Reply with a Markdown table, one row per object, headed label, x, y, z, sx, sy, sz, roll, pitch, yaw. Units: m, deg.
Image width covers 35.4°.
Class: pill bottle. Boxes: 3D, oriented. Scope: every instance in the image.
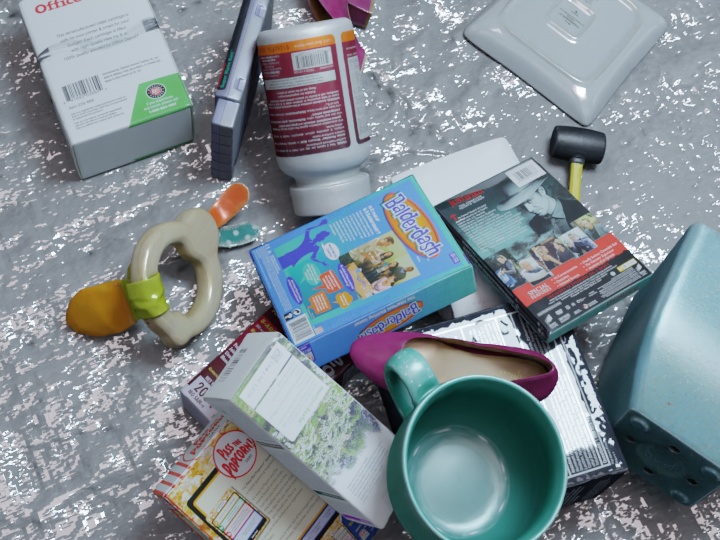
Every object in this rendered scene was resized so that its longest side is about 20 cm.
| label | x | y | z | sx | sy | sz | roll | pitch | yaw |
| --- | --- | --- | --- | --- | --- | --- | --- | --- | --- |
| pill bottle | -0.047 | -0.169 | 1.244 | 0.107 | 0.110 | 0.204 | -11 | 103 | -10 |

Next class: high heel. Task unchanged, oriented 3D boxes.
| label | x | y | z | sx | sy | sz | roll | pitch | yaw |
| --- | --- | --- | --- | --- | --- | --- | --- | --- | --- |
| high heel | -0.040 | -0.273 | 1.346 | 0.094 | 0.068 | 0.203 | 15 | 62 | -10 |
| high heel | 0.088 | 0.083 | 1.070 | 0.196 | 0.096 | 0.069 | 9 | 65 | -1 |

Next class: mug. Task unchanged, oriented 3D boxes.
| label | x | y | z | sx | sy | sz | roll | pitch | yaw |
| --- | --- | --- | --- | --- | --- | --- | --- | --- | --- |
| mug | 0.097 | 0.167 | 1.019 | 0.149 | 0.115 | 0.189 | -1 | 71 | -10 |

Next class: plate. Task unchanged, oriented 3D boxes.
| label | x | y | z | sx | sy | sz | roll | pitch | yaw |
| --- | --- | --- | --- | --- | --- | --- | --- | --- | --- |
| plate | 0.262 | -0.310 | 1.414 | 0.199 | 0.032 | 0.200 | 38 | 69 | 11 |

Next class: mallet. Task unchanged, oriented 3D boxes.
| label | x | y | z | sx | sy | sz | roll | pitch | yaw |
| --- | --- | --- | --- | --- | --- | --- | --- | --- | --- |
| mallet | 0.239 | -0.077 | 1.316 | 0.065 | 0.041 | 0.203 | 15 | 71 | 0 |

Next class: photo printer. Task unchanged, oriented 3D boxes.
| label | x | y | z | sx | sy | sz | roll | pitch | yaw |
| --- | --- | --- | --- | --- | --- | --- | --- | --- | --- |
| photo printer | 0.134 | -0.035 | 1.264 | 0.164 | 0.070 | 0.202 | -19 | 67 | -13 |

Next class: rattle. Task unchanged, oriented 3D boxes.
| label | x | y | z | sx | sy | sz | roll | pitch | yaw |
| --- | --- | --- | --- | --- | --- | --- | --- | --- | --- |
| rattle | -0.212 | -0.007 | 1.247 | 0.130 | 0.142 | 0.202 | 39 | 49 | -23 |

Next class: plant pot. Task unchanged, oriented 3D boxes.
| label | x | y | z | sx | sy | sz | roll | pitch | yaw |
| --- | --- | --- | --- | --- | --- | --- | --- | --- | --- |
| plant pot | 0.347 | 0.118 | 1.150 | 0.194 | 0.197 | 0.201 | 33 | 65 | 8 |

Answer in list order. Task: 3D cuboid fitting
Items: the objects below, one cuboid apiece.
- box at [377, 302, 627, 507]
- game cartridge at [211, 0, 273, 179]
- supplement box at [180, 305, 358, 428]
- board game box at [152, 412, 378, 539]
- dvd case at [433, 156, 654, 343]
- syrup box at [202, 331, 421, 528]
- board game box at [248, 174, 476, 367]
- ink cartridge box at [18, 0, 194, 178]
| label | x | y | z | sx | sy | sz | roll | pitch | yaw |
| --- | --- | --- | --- | --- | --- | --- | --- | --- | --- |
| box | 0.136 | 0.153 | 1.162 | 0.195 | 0.124 | 0.203 | -14 | 68 | -12 |
| game cartridge | -0.136 | -0.222 | 1.288 | 0.038 | 0.130 | 0.203 | 12 | 67 | 2 |
| supplement box | -0.082 | 0.106 | 1.196 | 0.109 | 0.061 | 0.200 | 43 | 69 | 12 |
| board game box | -0.081 | 0.225 | 1.109 | 0.200 | 0.046 | 0.152 | 47 | 69 | -15 |
| dvd case | 0.189 | -0.028 | 1.187 | 0.144 | 0.022 | 0.201 | -27 | 58 | -23 |
| syrup box | -0.043 | 0.151 | 1.064 | 0.200 | 0.081 | 0.079 | 43 | 69 | -18 |
| board game box | 0.000 | 0.000 | 1.168 | 0.197 | 0.045 | 0.153 | -25 | 49 | -5 |
| ink cartridge box | -0.291 | -0.230 | 1.301 | 0.144 | 0.084 | 0.203 | -20 | 71 | -13 |
